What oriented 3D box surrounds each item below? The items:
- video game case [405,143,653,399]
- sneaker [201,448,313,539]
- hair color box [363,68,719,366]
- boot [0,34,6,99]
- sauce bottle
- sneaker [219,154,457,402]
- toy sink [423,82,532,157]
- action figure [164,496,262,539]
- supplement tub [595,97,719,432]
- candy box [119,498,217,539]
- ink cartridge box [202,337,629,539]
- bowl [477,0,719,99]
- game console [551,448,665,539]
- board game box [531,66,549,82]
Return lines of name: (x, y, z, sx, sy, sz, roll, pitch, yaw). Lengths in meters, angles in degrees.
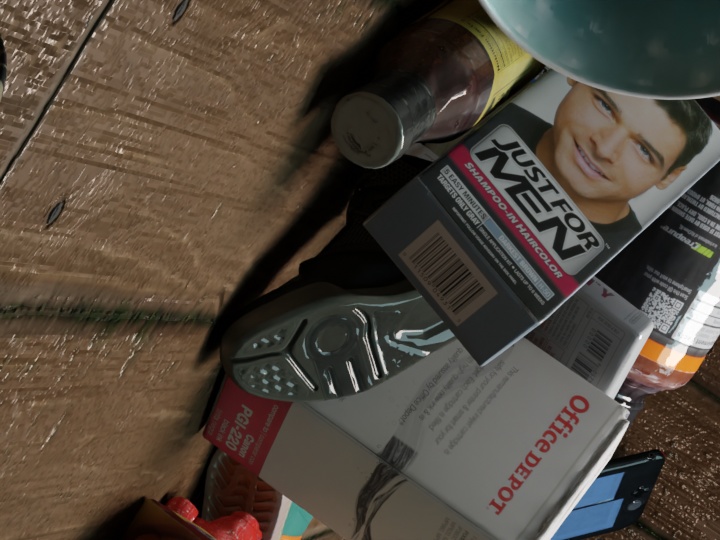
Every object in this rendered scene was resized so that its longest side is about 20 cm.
video game case: (0.066, 0.048, 1.702, 0.023, 0.182, 0.200, -37, 159, -45)
sneaker: (-0.065, 0.163, 1.749, 0.080, 0.071, 0.200, -39, 159, -47)
hair color box: (0.103, -0.046, 1.509, 0.200, 0.099, 0.061, -40, 180, -41)
boot: (-0.170, 0.015, 0.804, 0.200, 0.073, 0.151, -50, 170, -52)
sauce bottle: (0.042, -0.102, 1.476, 0.200, 0.066, 0.066, -38, 159, -56)
sneaker: (0.000, 0.000, 1.560, 0.199, 0.114, 0.076, -26, 133, -16)
toy sink: (0.110, -0.055, 1.791, 0.131, 0.112, 0.200, -56, 170, 0)
action figure: (-0.063, 0.213, 1.679, 0.099, 0.200, 0.065, -22, -157, 47)
supplement tub: (0.180, -0.003, 1.704, 0.201, 0.107, 0.107, -59, 170, 13)
candy box: (-0.128, 0.238, 1.552, 0.056, 0.117, 0.200, 35, 86, -38)
ink cartridge box: (0.033, 0.088, 1.620, 0.146, 0.200, 0.085, -47, 166, -43)
bowl: (0.155, -0.195, 1.442, 0.201, 0.200, 0.105, 112, -5, -47)
game console: (0.276, 0.293, 3.556, 0.199, 0.031, 0.177, -12, 153, -18)
board game box: (0.165, -0.234, 1.666, 0.200, 0.056, 0.196, -49, 167, -39)
